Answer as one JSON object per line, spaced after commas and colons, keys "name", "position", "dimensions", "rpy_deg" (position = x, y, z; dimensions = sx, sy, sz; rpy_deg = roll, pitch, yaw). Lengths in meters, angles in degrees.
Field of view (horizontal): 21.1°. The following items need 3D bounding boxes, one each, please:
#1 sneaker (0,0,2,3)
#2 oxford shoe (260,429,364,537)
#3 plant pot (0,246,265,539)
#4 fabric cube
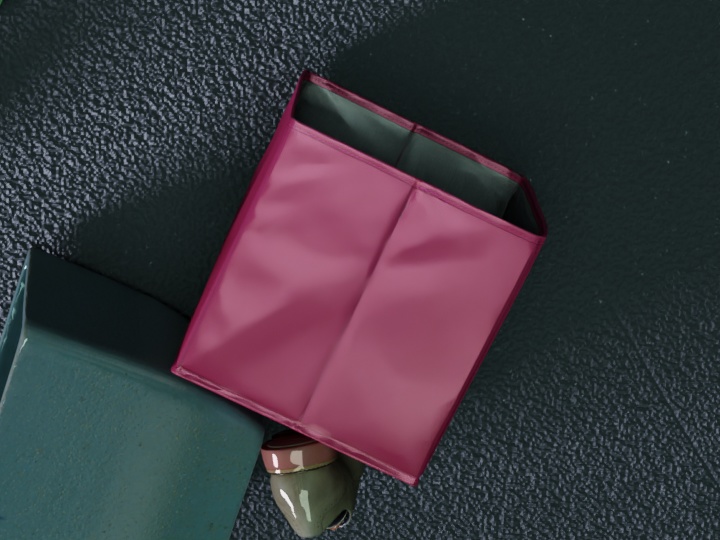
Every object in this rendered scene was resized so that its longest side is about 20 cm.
{"name": "sneaker", "position": [-0.283, -0.220, 1.418], "dimensions": [0.199, 0.089, 0.077], "rpy_deg": [-34, 64, -8]}
{"name": "oxford shoe", "position": [-0.032, 0.154, 1.433], "dimensions": [0.070, 0.200, 0.076], "rpy_deg": [-9, 90, 13]}
{"name": "plant pot", "position": [-0.182, 0.125, 1.443], "dimensions": [0.198, 0.196, 0.198], "rpy_deg": [17, 105, -14]}
{"name": "fabric cube", "position": [0.000, 0.000, 1.396], "dimensions": [0.198, 0.196, 0.201], "rpy_deg": [25, 104, -6]}
